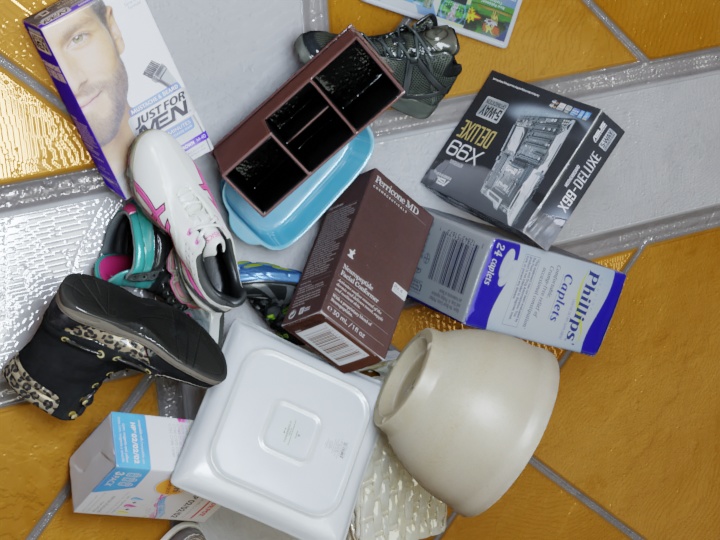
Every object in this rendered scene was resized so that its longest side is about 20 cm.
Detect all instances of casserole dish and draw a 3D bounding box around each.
[{"bbox_3d":[-0.073,-0.115,1.752,0.200,0.039,0.121,-48,123,-7],"label":"casserole dish"}]

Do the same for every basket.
[{"bbox_3d":[0.021,0.211,1.864,0.136,0.123,0.200,-10,110,-28],"label":"basket"}]

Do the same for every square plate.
[{"bbox_3d":[-0.076,0.172,1.713,0.198,0.028,0.200,25,66,-11],"label":"square plate"}]

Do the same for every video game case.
[{"bbox_3d":[0.109,-0.359,1.785,0.200,0.022,0.182,13,99,-33],"label":"video game case"}]

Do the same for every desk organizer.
[{"bbox_3d":[-0.055,-0.152,1.654,0.200,0.077,0.072,-41,116,6],"label":"desk organizer"}]

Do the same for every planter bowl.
[{"bbox_3d":[0.099,0.143,1.714,0.135,0.200,0.200,29,91,-14],"label":"planter bowl"}]

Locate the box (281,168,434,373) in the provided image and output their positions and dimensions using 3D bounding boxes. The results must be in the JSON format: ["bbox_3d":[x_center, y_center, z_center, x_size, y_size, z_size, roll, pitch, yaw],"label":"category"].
[{"bbox_3d":[0.000,0.000,1.754,0.100,0.075,0.200,38,52,-27],"label":"box"}]

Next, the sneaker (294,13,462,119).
[{"bbox_3d":[0.029,-0.236,1.724,0.199,0.076,0.114,16,132,-35],"label":"sneaker"}]

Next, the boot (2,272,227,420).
[{"bbox_3d":[-0.254,0.096,1.658,0.200,0.073,0.151,26,126,-29],"label":"boot"}]

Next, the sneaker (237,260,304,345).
[{"bbox_3d":[-0.081,0.040,1.780,0.200,0.071,0.083,16,91,-36],"label":"sneaker"}]

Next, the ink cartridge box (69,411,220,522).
[{"bbox_3d":[-0.198,0.216,1.741,0.200,0.068,0.115,9,144,-32],"label":"ink cartridge box"}]

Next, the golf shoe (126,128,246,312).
[{"bbox_3d":[-0.165,-0.051,1.610,0.073,0.092,0.200,-35,116,-31],"label":"golf shoe"}]

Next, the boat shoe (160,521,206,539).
[{"bbox_3d":[-0.220,0.383,1.821,0.072,0.060,0.200,24,94,-33],"label":"boat shoe"}]

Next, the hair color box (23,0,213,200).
[{"bbox_3d":[-0.240,-0.185,1.619,0.109,0.065,0.200,-33,118,-16],"label":"hair color box"}]

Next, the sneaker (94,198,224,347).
[{"bbox_3d":[-0.213,0.011,1.685,0.121,0.084,0.200,-16,107,-29],"label":"sneaker"}]

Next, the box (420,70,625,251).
[{"bbox_3d":[0.176,-0.125,1.796,0.050,0.200,0.158,35,88,-38],"label":"box"}]

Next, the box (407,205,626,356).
[{"bbox_3d":[0.162,0.010,1.841,0.200,0.184,0.105,14,97,-32],"label":"box"}]
